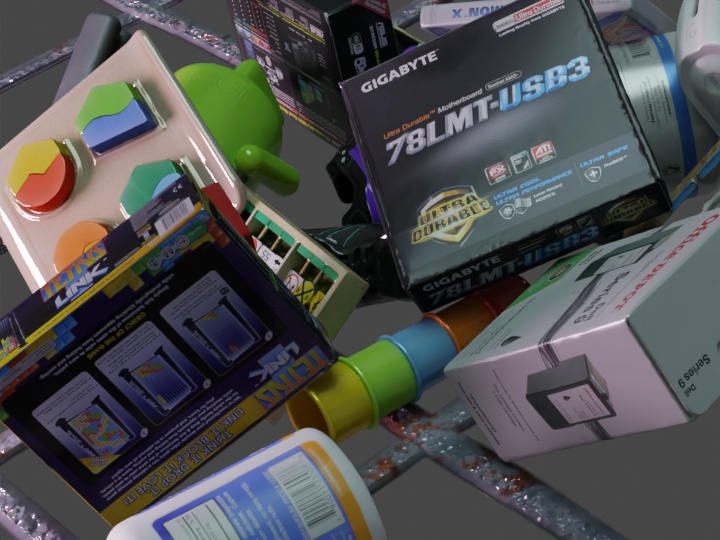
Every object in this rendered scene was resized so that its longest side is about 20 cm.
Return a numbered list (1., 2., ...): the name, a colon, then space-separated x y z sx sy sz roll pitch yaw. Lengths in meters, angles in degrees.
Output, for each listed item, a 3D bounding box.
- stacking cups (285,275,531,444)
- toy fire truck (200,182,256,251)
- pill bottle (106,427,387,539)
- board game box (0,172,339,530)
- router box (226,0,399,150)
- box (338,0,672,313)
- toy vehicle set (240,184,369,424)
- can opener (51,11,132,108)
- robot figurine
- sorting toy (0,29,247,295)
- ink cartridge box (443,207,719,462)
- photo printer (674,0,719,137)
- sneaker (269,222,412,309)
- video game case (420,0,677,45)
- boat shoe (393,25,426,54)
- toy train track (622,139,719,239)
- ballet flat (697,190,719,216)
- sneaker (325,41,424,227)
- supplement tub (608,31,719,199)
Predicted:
1. stacking cups: 0.039 0.060 1.556 0.200 0.061 0.060 -30 37 -27
2. toy fire truck: -0.151 0.029 1.553 0.141 0.200 0.049 -27 69 -21
3. pill bottle: -0.091 0.190 1.360 0.199 0.112 0.112 -27 36 -18
4. board game box: -0.141 0.058 1.467 0.200 0.165 0.057 -37 35 4
5. router box: -0.040 -0.197 1.872 0.062 0.150 0.200 -28 37 -21
6. box: 0.102 -0.093 1.575 0.199 0.050 0.199 -23 57 10
7. toy vehicle set: -0.085 0.016 1.626 0.125 0.026 0.200 -56 40 3
8. can opener: -0.254 -0.121 1.802 0.067 0.053 0.201 11 73 24
9. robot figurine: -0.139 -0.091 1.780 0.175 0.116 0.200 -1 37 31
10. sorting toy: -0.203 -0.064 1.692 0.200 0.036 0.185 -40 63 14
11. ink cartridge box: 0.174 0.041 1.430 0.146 0.084 0.200 -41 12 -34
12. photo printer: 0.315 -0.141 1.627 0.069 0.200 0.167 -31 20 36
13. sneaker: 0.000 0.000 1.663 0.199 0.076 0.079 -2 4 29
14. video game case: 0.172 -0.186 1.761 0.182 0.200 0.022 -1 79 28
15. boat shoe: 0.072 -0.156 1.852 0.073 0.063 0.201 -28 36 -20
16. toy train track: 0.234 -0.041 1.567 0.200 0.032 0.115 -50 4 21
17. ballet flat: 0.256 -0.004 1.576 0.069 0.070 0.200 1 37 20
18. sneaker: 0.019 -0.101 1.759 0.099 0.070 0.201 -12 48 22
19. supplement tub: 0.170 -0.103 1.681 0.199 0.132 0.132 -13 34 2
